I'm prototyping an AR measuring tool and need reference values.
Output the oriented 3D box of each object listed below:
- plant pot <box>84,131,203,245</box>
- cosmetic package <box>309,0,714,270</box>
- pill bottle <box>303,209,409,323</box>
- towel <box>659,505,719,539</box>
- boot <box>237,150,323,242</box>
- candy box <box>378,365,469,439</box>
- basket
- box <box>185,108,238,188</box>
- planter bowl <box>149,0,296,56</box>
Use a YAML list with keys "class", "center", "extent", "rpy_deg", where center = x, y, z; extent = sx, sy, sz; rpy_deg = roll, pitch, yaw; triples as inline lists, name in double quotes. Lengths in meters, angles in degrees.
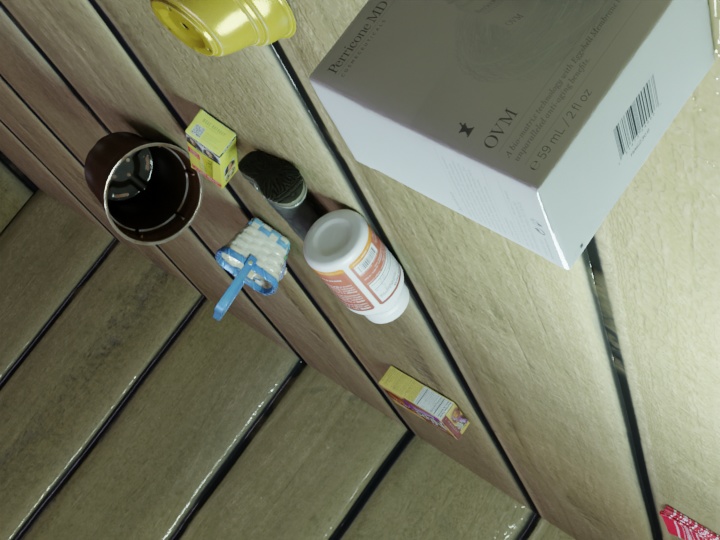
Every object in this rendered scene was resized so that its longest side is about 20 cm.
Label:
- class: "plant pot"
  center: [-0.436, -0.174, 2.365]
  extent: [0.200, 0.200, 0.198]
  rpy_deg: [45, 173, -36]
- class: "cosmetic package"
  center: [0.109, -0.145, 0.862]
  extent: [0.200, 0.200, 0.123]
  rpy_deg: [29, 166, 31]
- class: "pill bottle"
  center: [0.000, 0.000, 1.935]
  extent: [0.112, 0.112, 0.200]
  rpy_deg: [27, 164, 40]
- class: "towel"
  center: [0.649, 0.510, 2.241]
  extent: [0.200, 0.023, 0.145]
  rpy_deg: [29, 167, 32]
- class: "boot"
  center: [-0.100, -0.096, 1.958]
  extent: [0.182, 0.073, 0.200]
  rpy_deg: [44, 171, 49]
- class: "candy box"
  center: [0.148, 0.307, 2.818]
  extent: [0.200, 0.057, 0.117]
  rpy_deg: [30, 166, 36]
- class: "basket"
  center: [-0.228, 0.006, 2.386]
  extent: [0.139, 0.200, 0.176]
  rpy_deg: [38, 169, -4]
- class: "box"
  center: [-0.248, -0.200, 2.029]
  extent: [0.075, 0.050, 0.200]
  rpy_deg: [36, 168, 2]
- class: "planter bowl"
  center: [-0.176, -0.301, 1.363]
  extent: [0.200, 0.084, 0.200]
  rpy_deg: [35, 167, 9]
